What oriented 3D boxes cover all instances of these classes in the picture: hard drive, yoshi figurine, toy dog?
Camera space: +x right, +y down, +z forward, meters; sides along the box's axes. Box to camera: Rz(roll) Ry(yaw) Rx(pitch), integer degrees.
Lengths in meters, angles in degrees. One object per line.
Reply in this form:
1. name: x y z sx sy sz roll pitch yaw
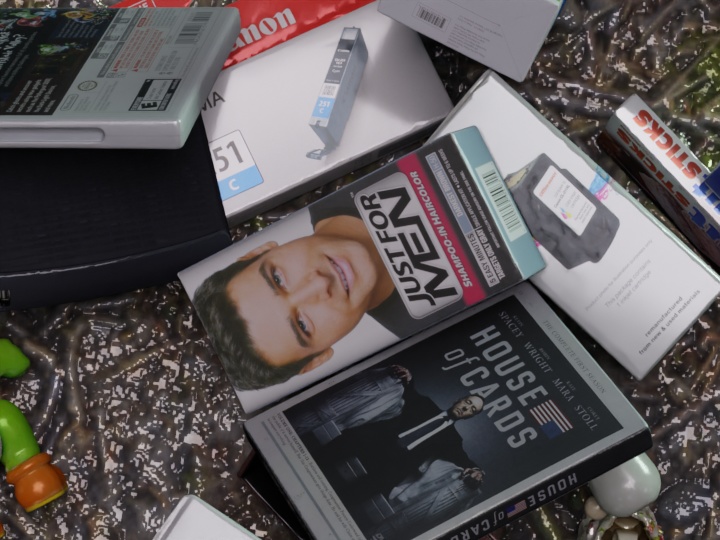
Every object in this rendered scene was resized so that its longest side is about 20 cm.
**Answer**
1. hard drive: -0.186 -0.049 1.460 0.200 0.042 0.135 -10 74 -15
2. yoshi figurine: -0.277 0.079 1.480 0.112 0.112 0.200 -28 97 31
3. toy dog: 0.097 0.089 1.481 0.132 0.096 0.200 10 40 -38

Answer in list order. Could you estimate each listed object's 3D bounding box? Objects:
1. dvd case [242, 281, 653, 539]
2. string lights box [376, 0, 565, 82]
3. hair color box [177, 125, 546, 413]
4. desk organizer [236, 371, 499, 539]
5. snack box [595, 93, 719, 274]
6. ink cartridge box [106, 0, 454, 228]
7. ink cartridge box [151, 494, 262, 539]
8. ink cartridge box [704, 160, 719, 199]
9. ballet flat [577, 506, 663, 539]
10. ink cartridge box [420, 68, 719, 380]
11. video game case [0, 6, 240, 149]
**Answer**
1. dvd case: 0.049 0.097 1.359 0.200 0.025 0.150 -27 44 -10
2. string lights box: 0.088 -0.198 1.493 0.103 0.200 0.059 26 117 2
3. hair color box: 0.000 0.000 1.408 0.200 0.061 0.099 -27 89 20
4. desk organizer: 0.019 0.168 1.467 0.077 0.072 0.200 -41 83 -23
5. snack box: 0.236 -0.030 1.527 0.024 0.072 0.200 -41 84 -12
6. ink cartridge box: -0.063 -0.137 1.546 0.200 0.045 0.176 -25 82 -8
7. ink cartridge box: -0.063 0.212 1.396 0.146 0.200 0.086 34 80 4
8. ink cartridge box: 0.356 -0.047 1.508 0.200 0.041 0.200 -38 82 -27
9. ballet flat: 0.162 0.240 1.473 0.076 0.064 0.200 0 79 -4
10. ink cartridge box: 0.133 -0.029 1.479 0.200 0.146 0.083 43 95 6
11. video game case: -0.182 -0.124 1.459 0.182 0.200 0.023 1 117 8
